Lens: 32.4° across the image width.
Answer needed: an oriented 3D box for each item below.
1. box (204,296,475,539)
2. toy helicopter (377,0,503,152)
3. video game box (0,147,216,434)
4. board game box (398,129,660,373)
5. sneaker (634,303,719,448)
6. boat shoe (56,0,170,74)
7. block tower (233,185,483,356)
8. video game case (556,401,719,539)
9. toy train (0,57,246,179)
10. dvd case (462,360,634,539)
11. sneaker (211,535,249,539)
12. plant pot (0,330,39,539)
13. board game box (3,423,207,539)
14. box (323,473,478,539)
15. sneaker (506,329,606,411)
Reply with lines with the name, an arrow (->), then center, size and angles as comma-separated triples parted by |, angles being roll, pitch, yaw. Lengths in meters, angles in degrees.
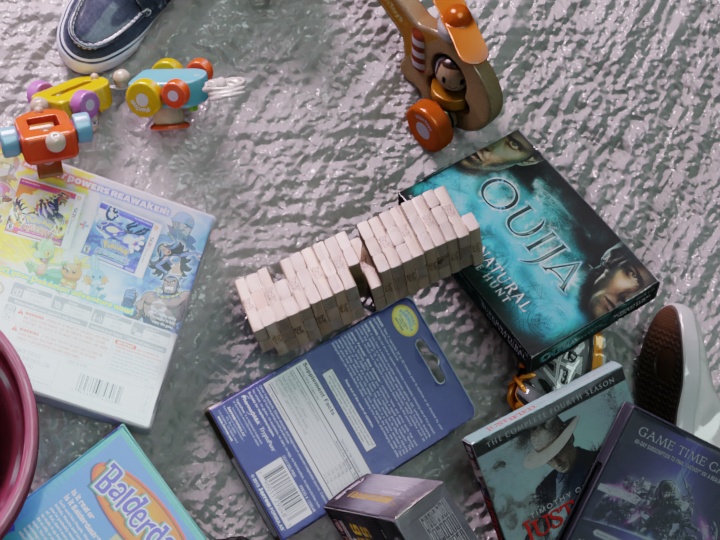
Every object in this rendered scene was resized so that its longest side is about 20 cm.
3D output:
box -> -0.013, 0.119, 1.019 | 0.199, 0.032, 0.122 | -29, 85, -19
toy helicopter -> 0.055, -0.211, 1.075 | 0.079, 0.132, 0.201 | -35, 86, -21
video game box -> -0.235, 0.012, 0.981 | 0.198, 0.047, 0.184 | 19, 73, -10
board game box -> 0.140, -0.023, 1.056 | 0.134, 0.028, 0.201 | -28, 59, -16
sneaker -> 0.294, 0.131, 1.088 | 0.084, 0.073, 0.203 | 3, 82, -23
boat shoe -> -0.184, -0.258, 1.044 | 0.071, 0.091, 0.201 | 38, 69, -2
block tower -> 0.000, 0.000, 1.012 | 0.198, 0.054, 0.058 | -23, 59, -4
video game case -> 0.228, 0.225, 1.011 | 0.142, 0.019, 0.202 | 26, 90, -22
toy train -> -0.194, -0.118, 0.992 | 0.198, 0.150, 0.056 | -16, 119, -22
dvd case -> 0.177, 0.194, 1.008 | 0.145, 0.022, 0.202 | -24, 106, -14
sneaker -> -0.084, 0.286, 0.910 | 0.099, 0.069, 0.203 | -26, 113, -38
plant pot -> -0.322, 0.126, 0.854 | 0.197, 0.179, 0.203 | 4, 73, -14
board game box -> -0.214, 0.237, 0.924 | 0.199, 0.045, 0.153 | -36, 87, -21
box -> 0.065, 0.249, 0.923 | 0.048, 0.158, 0.201 | -34, 96, -20
sneaker -> 0.162, 0.091, 1.054 | 0.076, 0.078, 0.203 | 1, 76, -10
